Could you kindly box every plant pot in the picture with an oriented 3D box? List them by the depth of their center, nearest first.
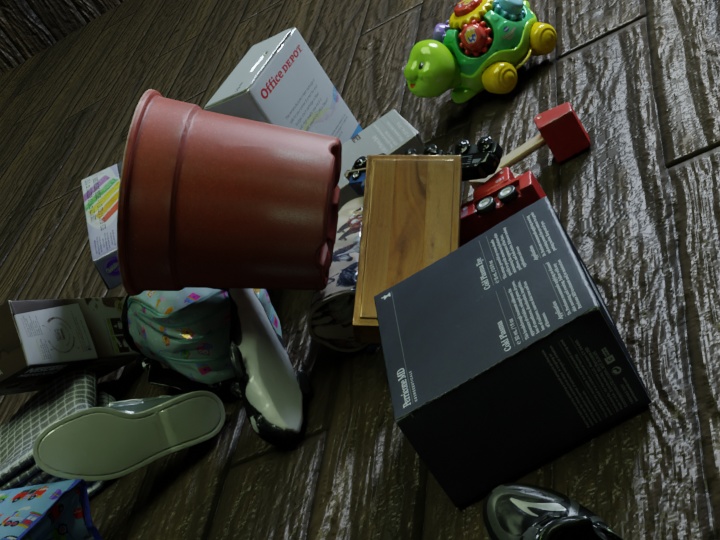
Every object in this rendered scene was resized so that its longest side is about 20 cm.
[{"bbox_3d":[-0.120,-0.065,1.234,0.192,0.203,0.202,7,34,2],"label":"plant pot"}]

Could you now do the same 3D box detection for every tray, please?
[{"bbox_3d":[0.048,-0.024,1.236,0.097,0.037,0.203,1,56,6],"label":"tray"}]

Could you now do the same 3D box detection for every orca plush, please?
[{"bbox_3d":[-0.119,0.096,1.265,0.071,0.202,0.105,-40,-22,25],"label":"orca plush"}]

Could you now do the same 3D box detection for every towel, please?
[{"bbox_3d":[-0.367,0.213,1.413,0.199,0.086,0.166,-36,25,1],"label":"towel"}]

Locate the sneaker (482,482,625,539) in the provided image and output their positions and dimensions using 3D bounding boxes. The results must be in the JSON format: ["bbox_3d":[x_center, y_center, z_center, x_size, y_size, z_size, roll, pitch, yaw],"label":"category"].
[{"bbox_3d":[0.142,0.185,0.839,0.071,0.083,0.199,-39,26,-9],"label":"sneaker"}]

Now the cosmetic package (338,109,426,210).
[{"bbox_3d":[-0.010,-0.089,1.480,0.198,0.091,0.107,-33,28,-2],"label":"cosmetic package"}]

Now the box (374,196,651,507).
[{"bbox_3d":[0.118,0.062,1.049,0.180,0.105,0.201,-29,26,11],"label":"box"}]

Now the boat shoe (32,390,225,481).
[{"bbox_3d":[-0.238,0.169,1.289,0.197,0.074,0.062,-13,-2,-24],"label":"boat shoe"}]

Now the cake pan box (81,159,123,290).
[{"bbox_3d":[-0.234,-0.084,1.486,0.182,0.053,0.201,-23,36,0],"label":"cake pan box"}]

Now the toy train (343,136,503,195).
[{"bbox_3d":[0.063,-0.107,1.351,0.198,0.034,0.046,-5,56,37],"label":"toy train"}]

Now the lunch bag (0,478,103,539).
[{"bbox_3d":[-0.363,0.287,1.196,0.149,0.095,0.199,-15,9,36],"label":"lunch bag"}]

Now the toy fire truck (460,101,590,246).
[{"bbox_3d":[0.147,-0.087,1.327,0.198,0.049,0.142,-27,27,21],"label":"toy fire truck"}]

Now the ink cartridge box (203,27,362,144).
[{"bbox_3d":[-0.087,-0.179,1.591,0.084,0.201,0.145,-12,33,38],"label":"ink cartridge box"}]

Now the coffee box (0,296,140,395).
[{"bbox_3d":[-0.366,0.088,1.492,0.112,0.081,0.199,-26,-13,29],"label":"coffee box"}]

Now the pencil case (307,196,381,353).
[{"bbox_3d":[0.000,0.000,1.328,0.088,0.079,0.201,-9,33,14],"label":"pencil case"}]

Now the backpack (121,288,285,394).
[{"bbox_3d":[-0.176,0.053,1.400,0.166,0.128,0.199,-40,29,-17],"label":"backpack"}]

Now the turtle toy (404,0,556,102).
[{"bbox_3d":[0.140,-0.279,1.578,0.200,0.102,0.145,-43,27,-15],"label":"turtle toy"}]
